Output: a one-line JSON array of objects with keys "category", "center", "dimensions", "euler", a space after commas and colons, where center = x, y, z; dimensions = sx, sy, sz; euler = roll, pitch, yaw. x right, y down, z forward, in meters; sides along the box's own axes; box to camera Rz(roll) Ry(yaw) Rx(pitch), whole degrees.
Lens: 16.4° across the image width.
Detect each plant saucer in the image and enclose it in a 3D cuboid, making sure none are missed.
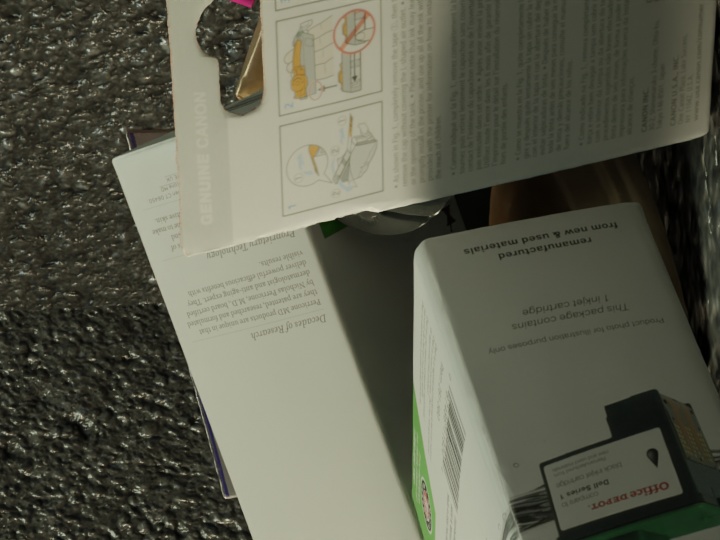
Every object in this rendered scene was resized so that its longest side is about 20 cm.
[{"category": "plant saucer", "center": [0.089, 0.027, 1.004], "dimensions": [0.200, 0.029, 0.201], "euler": [170, 90, -79]}]

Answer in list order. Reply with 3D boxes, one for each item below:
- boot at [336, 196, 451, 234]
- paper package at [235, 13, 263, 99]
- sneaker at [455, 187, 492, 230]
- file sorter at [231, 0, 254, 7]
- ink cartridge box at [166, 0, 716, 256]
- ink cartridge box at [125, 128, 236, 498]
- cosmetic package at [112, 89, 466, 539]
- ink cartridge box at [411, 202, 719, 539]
[{"category": "boot", "center": [0.046, -0.128, 0.954], "dimensions": [0.200, 0.065, 0.165], "euler": [-58, -17, -53]}, {"category": "paper package", "center": [0.018, -0.164, 1.226], "dimensions": [0.191, 0.103, 0.201], "euler": [-79, 7, -85]}, {"category": "sneaker", "center": [0.053, 0.001, 1.121], "dimensions": [0.075, 0.106, 0.200], "euler": [8, 147, 53]}, {"category": "file sorter", "center": [-0.080, -0.221, 1.162], "dimensions": [0.200, 0.125, 0.139], "euler": [-82, 11, -75]}, {"category": "ink cartridge box", "center": [0.025, -0.104, 0.816], "dimensions": [0.057, 0.199, 0.163], "euler": [-127, 30, -54]}, {"category": "ink cartridge box", "center": [-0.019, 0.018, 1.286], "dimensions": [0.043, 0.200, 0.199], "euler": [-35, 65, 50]}, {"category": "cosmetic package", "center": [-0.007, 0.026, 0.993], "dimensions": [0.108, 0.085, 0.200], "euler": [-33, -76, -53]}, {"category": "ink cartridge box", "center": [0.079, 0.102, 0.818], "dimensions": [0.146, 0.084, 0.200], "euler": [90, 166, -50]}]
